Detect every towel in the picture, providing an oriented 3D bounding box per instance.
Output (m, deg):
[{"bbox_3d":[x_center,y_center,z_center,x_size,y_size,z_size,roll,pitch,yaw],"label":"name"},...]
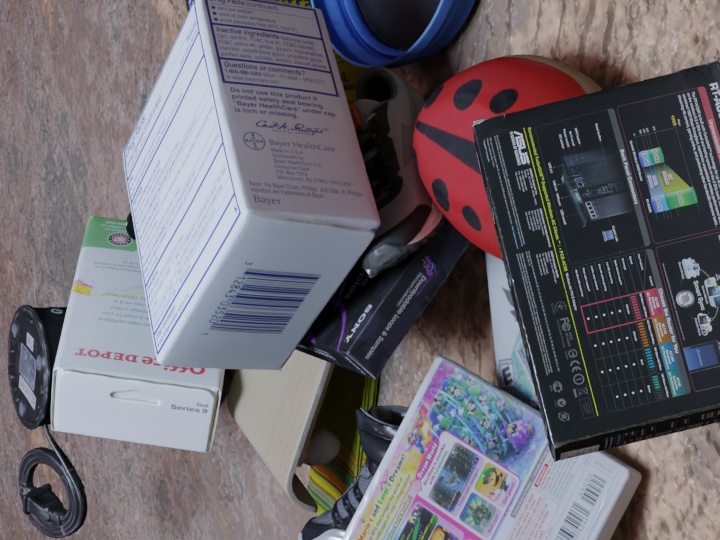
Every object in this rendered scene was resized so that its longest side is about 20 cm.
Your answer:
[{"bbox_3d":[-0.017,0.118,1.395,0.086,0.018,0.202,28,116,55],"label":"towel"}]

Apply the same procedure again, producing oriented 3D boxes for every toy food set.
[{"bbox_3d":[-0.041,0.079,1.380,0.144,0.060,0.201,46,122,55],"label":"toy food set"}]

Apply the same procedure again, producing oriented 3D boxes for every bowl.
[{"bbox_3d":[0.027,-0.253,1.257,0.200,0.039,0.202,4,94,55],"label":"bowl"}]

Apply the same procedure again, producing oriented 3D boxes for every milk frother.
[{"bbox_3d":[-0.235,0.139,1.603,0.181,0.187,0.201,57,139,42],"label":"milk frother"}]

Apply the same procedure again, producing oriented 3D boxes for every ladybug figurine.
[{"bbox_3d":[0.096,-0.073,1.080,0.200,0.072,0.137,28,110,53],"label":"ladybug figurine"}]

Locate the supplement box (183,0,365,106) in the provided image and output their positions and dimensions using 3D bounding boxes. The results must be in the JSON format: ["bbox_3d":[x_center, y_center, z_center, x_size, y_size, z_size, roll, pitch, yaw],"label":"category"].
[{"bbox_3d":[-0.061,-0.165,1.358,0.109,0.108,0.201,-40,58,53],"label":"supplement box"}]

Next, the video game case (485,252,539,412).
[{"bbox_3d":[0.148,0.005,1.099,0.200,0.022,0.184,-14,80,60],"label":"video game case"}]

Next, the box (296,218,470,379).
[{"bbox_3d":[0.000,0.000,1.240,0.143,0.036,0.200,-55,25,-10],"label":"box"}]

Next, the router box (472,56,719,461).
[{"bbox_3d":[0.158,-0.005,0.950,0.062,0.149,0.201,65,-168,-74],"label":"router box"}]

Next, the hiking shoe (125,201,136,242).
[{"bbox_3d":[-0.160,-0.028,1.436,0.200,0.086,0.075,-119,27,-77],"label":"hiking shoe"}]

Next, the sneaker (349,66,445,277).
[{"bbox_3d":[0.015,-0.071,1.180,0.074,0.079,0.201,-32,30,26],"label":"sneaker"}]

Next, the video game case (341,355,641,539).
[{"bbox_3d":[0.074,0.184,1.124,0.182,0.024,0.201,30,94,41],"label":"video game case"}]

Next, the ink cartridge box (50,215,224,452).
[{"bbox_3d":[-0.189,0.055,1.484,0.201,0.144,0.088,-88,7,-49],"label":"ink cartridge box"}]

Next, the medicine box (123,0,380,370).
[{"bbox_3d":[-0.085,-0.061,1.180,0.182,0.102,0.201,-55,40,46],"label":"medicine box"}]

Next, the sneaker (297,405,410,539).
[{"bbox_3d":[0.014,0.165,1.294,0.200,0.075,0.115,-21,73,52],"label":"sneaker"}]
